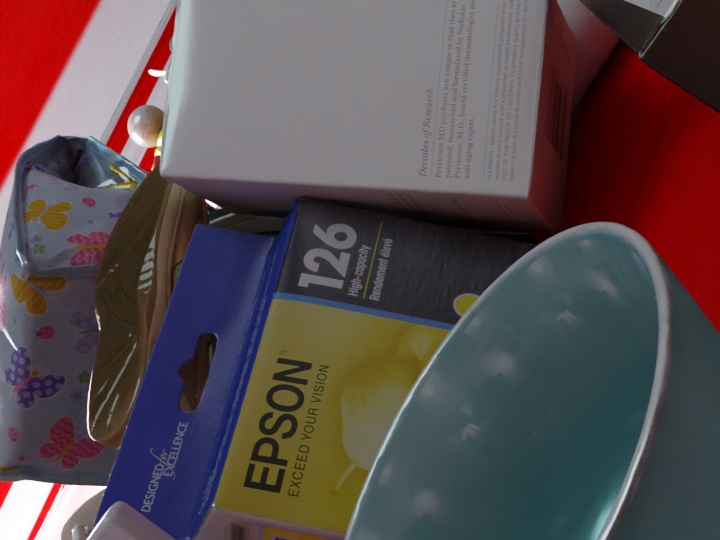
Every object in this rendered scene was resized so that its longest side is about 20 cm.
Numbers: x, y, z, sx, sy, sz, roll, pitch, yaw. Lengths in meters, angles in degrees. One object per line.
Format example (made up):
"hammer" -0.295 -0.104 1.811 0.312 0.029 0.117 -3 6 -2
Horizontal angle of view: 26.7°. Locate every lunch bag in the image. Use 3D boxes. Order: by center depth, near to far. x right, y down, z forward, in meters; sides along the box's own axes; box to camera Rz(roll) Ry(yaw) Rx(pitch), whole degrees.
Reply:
"lunch bag" -0.189 0.021 1.031 0.200 0.126 0.171 -118 37 -57

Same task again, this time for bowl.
"bowl" 0.083 0.095 0.551 0.201 0.104 0.202 -51 20 27

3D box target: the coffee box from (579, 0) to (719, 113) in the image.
"coffee box" 0.159 -0.122 0.668 0.080 0.112 0.200 -55 17 15

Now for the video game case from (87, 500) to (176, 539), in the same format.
"video game case" -0.090 0.230 0.701 0.201 0.182 0.022 -53 2 22

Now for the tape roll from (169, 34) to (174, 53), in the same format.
"tape roll" -0.040 -0.138 1.111 0.066 0.199 0.201 -56 18 14

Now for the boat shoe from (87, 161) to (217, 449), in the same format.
"boat shoe" -0.103 0.021 0.830 0.071 0.064 0.201 -39 36 37

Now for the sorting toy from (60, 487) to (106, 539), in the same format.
"sorting toy" -0.093 0.176 0.954 0.180 0.107 0.200 -46 19 3

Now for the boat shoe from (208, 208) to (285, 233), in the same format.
"boat shoe" -0.048 -0.021 0.984 0.067 0.199 0.073 19 113 40

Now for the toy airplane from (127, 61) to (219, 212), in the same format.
"toy airplane" -0.176 -0.150 1.616 0.199 0.140 0.202 48 -123 -88

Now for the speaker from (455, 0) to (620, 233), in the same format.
"speaker" 0.081 -0.098 0.905 0.201 0.081 0.081 -57 17 11

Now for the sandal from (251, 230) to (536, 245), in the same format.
"sandal" 0.000 0.000 0.855 0.076 0.198 0.043 -7 -82 -65

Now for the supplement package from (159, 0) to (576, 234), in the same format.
"supplement package" 0.008 -0.090 0.817 0.117 0.198 0.119 26 -111 -74

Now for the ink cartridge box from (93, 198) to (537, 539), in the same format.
"ink cartridge box" -0.006 0.051 0.730 0.047 0.198 0.199 100 -178 -48
